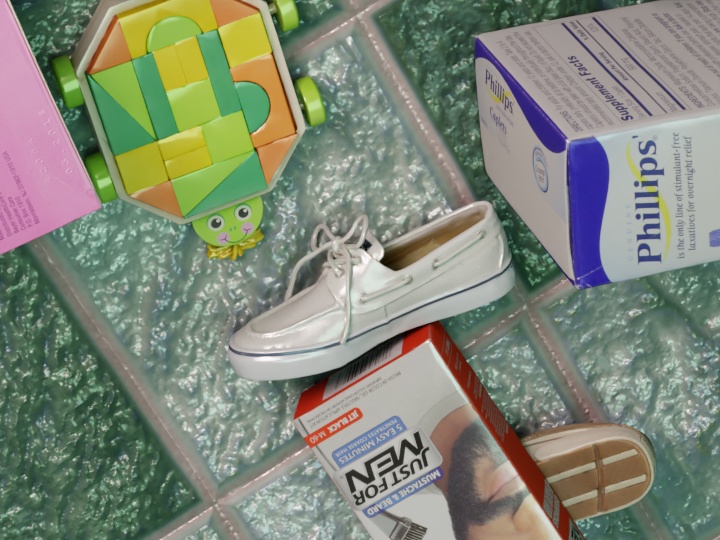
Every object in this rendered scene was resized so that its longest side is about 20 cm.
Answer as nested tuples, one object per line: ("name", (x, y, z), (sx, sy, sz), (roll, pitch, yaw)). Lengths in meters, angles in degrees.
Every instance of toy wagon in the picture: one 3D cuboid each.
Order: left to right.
("toy wagon", (-0.099, -0.091, 1.713), (0.155, 0.040, 0.200), (-21, 117, -7))

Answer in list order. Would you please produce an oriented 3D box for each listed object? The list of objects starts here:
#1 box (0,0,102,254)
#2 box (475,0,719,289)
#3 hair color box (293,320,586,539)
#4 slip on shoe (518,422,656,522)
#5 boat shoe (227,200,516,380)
("box", (-0.241, -0.124, 1.563), (0.097, 0.200, 0.176), (-25, 118, -5))
("box", (0.195, -0.088, 1.723), (0.200, 0.184, 0.105), (-11, 117, -12))
("hair color box", (0.056, 0.144, 1.808), (0.111, 0.064, 0.200), (-32, 102, 13))
("slip on shoe", (0.104, 0.146, 1.869), (0.200, 0.061, 0.076), (-18, 104, 10))
("boat shoe", (0.002, 0.002, 1.765), (0.202, 0.075, 0.086), (-19, 118, -11))
